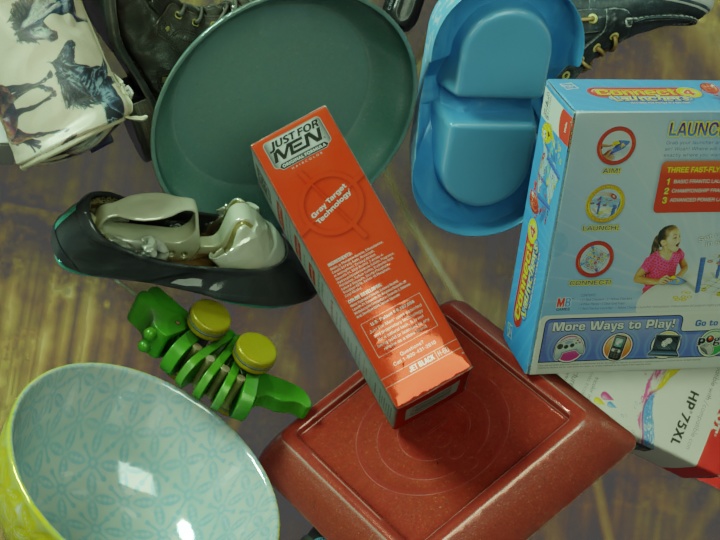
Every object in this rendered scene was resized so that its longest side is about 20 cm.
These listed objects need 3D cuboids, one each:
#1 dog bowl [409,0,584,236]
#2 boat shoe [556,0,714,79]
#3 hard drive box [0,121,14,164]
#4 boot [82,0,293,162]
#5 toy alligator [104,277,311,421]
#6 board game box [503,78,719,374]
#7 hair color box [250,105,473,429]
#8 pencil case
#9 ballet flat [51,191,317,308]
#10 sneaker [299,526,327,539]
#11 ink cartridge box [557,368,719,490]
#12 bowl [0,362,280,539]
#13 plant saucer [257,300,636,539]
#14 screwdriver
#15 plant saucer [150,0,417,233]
[{"bbox_3d":[0.091,-0.123,1.317,0.111,0.050,0.201,0,120,-15],"label":"dog bowl"},{"bbox_3d":[0.167,-0.176,1.386,0.199,0.071,0.091,1,88,-7],"label":"boat shoe"},{"bbox_3d":[-0.310,-0.179,1.261,0.155,0.077,0.201,3,82,-14],"label":"hard drive box"},{"bbox_3d":[-0.097,-0.178,1.290,0.173,0.069,0.201,-22,130,-12],"label":"boot"},{"bbox_3d":[-0.125,0.051,1.278,0.200,0.059,0.054,35,38,3],"label":"toy alligator"},{"bbox_3d":[0.211,-0.029,1.258,0.199,0.056,0.197,-1,118,-16],"label":"board game box"},{"bbox_3d":[0.000,0.000,1.235,0.061,0.102,0.201,-29,80,-6],"label":"hair color box"},{"bbox_3d":[-0.215,-0.171,1.206,0.089,0.078,0.201,-21,92,-19],"label":"pencil case"},{"bbox_3d":[-0.110,-0.019,1.264,0.199,0.073,0.073,9,81,-23],"label":"ballet flat"},{"bbox_3d":[0.034,0.219,1.252,0.200,0.073,0.082,31,69,37],"label":"sneaker"},{"bbox_3d":[0.223,0.077,1.366,0.199,0.067,0.117,25,78,-10],"label":"ink cartridge box"},{"bbox_3d":[-0.165,0.169,1.228,0.200,0.200,0.108,32,120,-8],"label":"bowl"},{"bbox_3d":[0.051,0.116,1.268,0.200,0.199,0.037,-38,137,-14],"label":"plant saucer"},{"bbox_3d":[0.009,-0.145,1.367,0.029,0.028,0.201,22,85,20],"label":"screwdriver"},{"bbox_3d":[-0.057,-0.115,1.288,0.199,0.036,0.201,-16,132,-18],"label":"plant saucer"}]
